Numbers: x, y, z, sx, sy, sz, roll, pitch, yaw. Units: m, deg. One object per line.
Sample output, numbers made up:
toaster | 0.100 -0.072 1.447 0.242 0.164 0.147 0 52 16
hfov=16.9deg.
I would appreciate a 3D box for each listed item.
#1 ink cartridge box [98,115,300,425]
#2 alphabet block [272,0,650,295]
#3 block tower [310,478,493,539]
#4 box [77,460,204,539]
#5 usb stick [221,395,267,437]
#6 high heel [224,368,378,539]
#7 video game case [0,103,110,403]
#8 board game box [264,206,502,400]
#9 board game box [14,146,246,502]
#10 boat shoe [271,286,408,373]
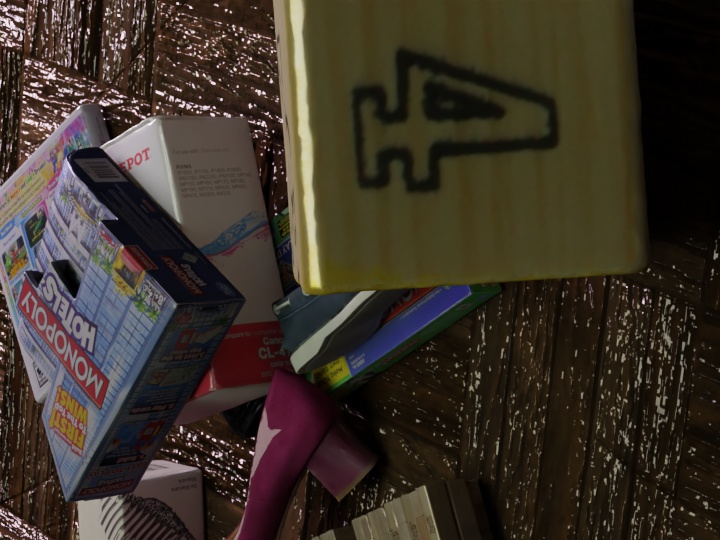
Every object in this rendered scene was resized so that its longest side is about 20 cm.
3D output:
ink cartridge box | -0.131 0.003 1.744 0.148 0.086 0.200 -22 74 50
alphabet block | 0.052 -0.094 1.396 0.195 0.196 0.200 -120 26 -87
block tower | 0.014 0.194 1.652 0.200 0.054 0.058 -30 71 51
box | -0.167 0.252 1.876 0.068 0.082 0.200 5 100 51
usb stick | -0.120 0.040 1.824 0.200 0.033 0.055 55 127 33
high heel | -0.088 0.162 1.691 0.096 0.200 0.067 45 -177 -8
video game case | -0.239 -0.011 1.981 0.200 0.024 0.182 -38 65 49
board game box | 0.010 -0.008 1.651 0.200 0.029 0.135 -37 65 48
board game box | -0.182 0.050 1.695 0.200 0.062 0.200 44 125 39
boat shoe | 0.000 0.000 1.585 0.062 0.075 0.200 60 147 12
